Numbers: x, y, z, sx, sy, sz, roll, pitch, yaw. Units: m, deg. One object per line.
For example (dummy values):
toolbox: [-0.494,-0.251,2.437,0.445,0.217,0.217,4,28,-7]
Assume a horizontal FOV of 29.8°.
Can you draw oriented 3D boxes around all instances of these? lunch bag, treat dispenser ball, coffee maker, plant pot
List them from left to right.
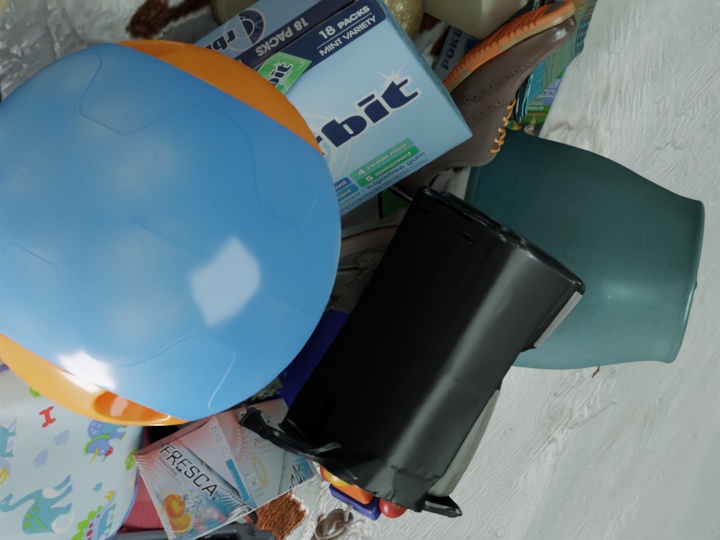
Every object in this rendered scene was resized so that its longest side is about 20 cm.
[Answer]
lunch bag: [-0.212,0.104,0.829,0.160,0.082,0.201,-26,138,-46]
treat dispenser ball: [-0.110,-0.019,0.709,0.201,0.200,0.202,-38,145,-32]
coffee maker: [0.047,0.054,0.933,0.201,0.134,0.192,-60,158,4]
plant pot: [0.177,-0.008,1.104,0.200,0.187,0.201,10,90,-82]

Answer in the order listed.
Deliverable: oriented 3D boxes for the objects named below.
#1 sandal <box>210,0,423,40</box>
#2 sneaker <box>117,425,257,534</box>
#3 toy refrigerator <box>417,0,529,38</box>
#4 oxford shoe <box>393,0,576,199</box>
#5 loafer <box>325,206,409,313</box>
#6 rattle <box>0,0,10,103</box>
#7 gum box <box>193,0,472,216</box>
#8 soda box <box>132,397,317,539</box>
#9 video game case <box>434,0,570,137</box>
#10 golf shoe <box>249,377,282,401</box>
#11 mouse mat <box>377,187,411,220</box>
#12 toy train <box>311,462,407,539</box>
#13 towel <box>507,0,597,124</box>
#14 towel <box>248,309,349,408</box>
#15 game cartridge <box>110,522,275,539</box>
sandal: [-0.004,-0.170,0.903,0.211,0.069,0.078,-4,121,-56]
sneaker: [-0.148,0.170,1.028,0.087,0.074,0.200,-35,152,3]
toy refrigerator: [0.076,-0.268,0.929,0.070,0.076,0.201,-41,146,-27]
oxford shoe: [0.092,-0.124,1.000,0.200,0.073,0.071,-36,-175,36]
loafer: [0.000,0.000,1.002,0.200,0.063,0.072,-21,171,-45]
rattle: [-0.173,-0.115,0.631,0.130,0.142,0.201,-53,151,-49]
gum box: [-0.037,-0.098,0.874,0.169,0.045,0.200,-31,153,11]
soda box: [-0.088,0.135,0.940,0.063,0.069,0.200,-26,174,8]
video game case: [0.129,-0.186,1.146,0.200,0.022,0.183,-10,126,-55]
golf shoe: [-0.107,0.052,0.954,0.078,0.098,0.200,-17,171,-1]
mouse mat: [0.062,0.025,1.157,0.200,0.007,0.162,26,56,-60]
toy train: [-0.013,0.162,1.108,0.201,0.084,0.116,-58,145,-12]
towel: [0.167,-0.213,1.079,0.200,0.022,0.147,-46,155,-55]
towel: [-0.044,0.073,1.105,0.148,0.049,0.201,-34,143,-49]
game cartridge: [-0.170,0.240,1.013,0.133,0.042,0.200,-47,150,25]
